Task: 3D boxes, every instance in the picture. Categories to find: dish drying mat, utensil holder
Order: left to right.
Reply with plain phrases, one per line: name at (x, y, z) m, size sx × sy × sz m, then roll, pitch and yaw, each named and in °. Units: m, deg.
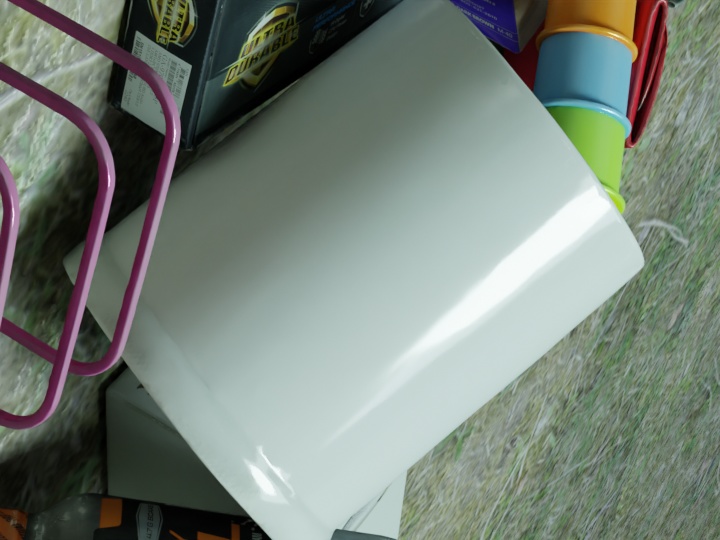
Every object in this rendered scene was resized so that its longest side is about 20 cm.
utensil holder at (0.000, 0.000, 1.092) m, size 0.200 × 0.170 × 0.170 m, roll -38°, pitch 160°, yaw 0°
dish drying mat at (0.111, -0.107, 1.322) m, size 0.200 × 0.018 × 0.077 m, roll -163°, pitch -95°, yaw -70°

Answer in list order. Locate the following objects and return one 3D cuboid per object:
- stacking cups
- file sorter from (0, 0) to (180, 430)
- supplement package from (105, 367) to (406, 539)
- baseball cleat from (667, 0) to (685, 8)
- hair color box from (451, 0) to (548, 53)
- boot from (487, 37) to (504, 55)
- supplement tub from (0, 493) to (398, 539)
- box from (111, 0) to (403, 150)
stacking cups at (0.106, -0.087, 1.220) m, size 0.061 × 0.060 × 0.202 m, roll 71°, pitch 26°, yaw -66°
file sorter at (-0.166, -0.003, 0.813) m, size 0.200 × 0.125 × 0.140 m, roll -34°, pitch 148°, yaw -53°
supplement package at (-0.052, 0.111, 1.295) m, size 0.117 × 0.117 × 0.201 m, roll -47°, pitch 157°, yaw -33°
baseball cleat at (0.178, -0.234, 1.404) m, size 0.070 × 0.106 × 0.201 m, roll -43°, pitch 154°, yaw -29°
hair color box at (0.079, -0.208, 1.254) m, size 0.110 × 0.065 × 0.200 m, roll -54°, pitch 159°, yaw -15°
boot at (0.055, -0.061, 1.299) m, size 0.200 × 0.130 × 0.068 m, roll -35°, pitch 150°, yaw -52°
supplement tub at (-0.080, 0.170, 1.152) m, size 0.123 × 0.198 × 0.124 m, roll -172°, pitch -90°, yaw -82°
box at (-0.021, -0.160, 1.085) m, size 0.200 × 0.046 × 0.160 m, roll -38°, pitch 152°, yaw -48°
